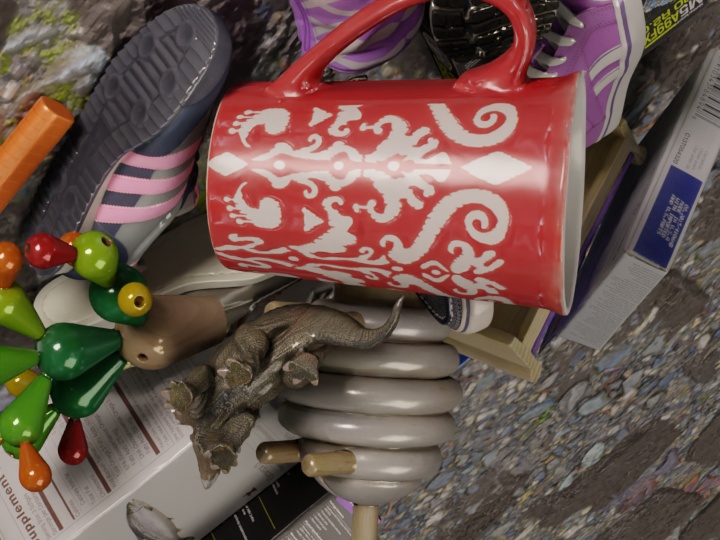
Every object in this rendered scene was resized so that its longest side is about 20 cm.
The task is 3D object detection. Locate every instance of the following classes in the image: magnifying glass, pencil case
[{"bbox_3d":[-0.237,-0.021,0.899,0.200,0.022,0.079,-46,148,15],"label":"magnifying glass"},{"bbox_3d":[-0.024,-0.186,0.842,0.086,0.084,0.200,-46,150,-5],"label":"pencil case"}]

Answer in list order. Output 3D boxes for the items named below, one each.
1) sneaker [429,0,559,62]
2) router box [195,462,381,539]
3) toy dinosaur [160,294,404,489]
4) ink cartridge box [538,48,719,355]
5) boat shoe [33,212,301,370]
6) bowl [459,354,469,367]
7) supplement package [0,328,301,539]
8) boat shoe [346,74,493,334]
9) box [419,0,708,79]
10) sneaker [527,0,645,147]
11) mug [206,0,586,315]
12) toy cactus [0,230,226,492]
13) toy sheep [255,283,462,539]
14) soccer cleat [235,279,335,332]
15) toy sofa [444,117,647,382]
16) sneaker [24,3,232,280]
[{"bbox_3d":[0.067,-0.207,0.900,0.078,0.090,0.201,-11,140,5],"label":"sneaker"},{"bbox_3d":[-0.081,0.172,1.146,0.149,0.200,0.051,-38,115,-1],"label":"router box"},{"bbox_3d":[-0.059,0.056,0.921,0.200,0.077,0.102,-45,-171,21],"label":"toy dinosaur"},{"bbox_3d":[0.216,-0.041,1.183,0.197,0.043,0.200,-63,178,-27],"label":"ink cartridge box"},{"bbox_3d":[-0.113,0.014,1.016,0.201,0.072,0.061,-21,135,-17],"label":"boat shoe"},{"bbox_3d":[0.046,0.027,1.238,0.200,0.039,0.201,-27,147,-19],"label":"bowl"},{"bbox_3d":[-0.154,0.126,1.077,0.200,0.117,0.117,-38,148,-1],"label":"supplement package"},{"bbox_3d":[0.001,-0.032,0.967,0.092,0.201,0.075,-17,145,-20],"label":"boat shoe"},{"bbox_3d":[0.144,-0.181,1.067,0.200,0.044,0.160,-38,150,-1],"label":"box"},{"bbox_3d":[0.117,-0.131,0.995,0.114,0.073,0.201,-26,146,-14],"label":"sneaker"},{"bbox_3d":[0.025,-0.069,0.873,0.133,0.198,0.179,20,74,-77],"label":"mug"},{"bbox_3d":[-0.151,0.047,0.913,0.164,0.102,0.201,-11,135,-35],"label":"toy cactus"},{"bbox_3d":[0.003,0.083,1.013,0.137,0.137,0.202,1,97,-47],"label":"toy sheep"},{"bbox_3d":[0.000,0.000,1.084,0.200,0.085,0.069,-37,149,-24],"label":"soccer cleat"},{"bbox_3d":[0.136,-0.021,1.153,0.201,0.082,0.098,-62,147,-12],"label":"toy sofa"},{"bbox_3d":[-0.120,-0.072,0.906,0.082,0.070,0.200,9,134,-43],"label":"sneaker"}]
